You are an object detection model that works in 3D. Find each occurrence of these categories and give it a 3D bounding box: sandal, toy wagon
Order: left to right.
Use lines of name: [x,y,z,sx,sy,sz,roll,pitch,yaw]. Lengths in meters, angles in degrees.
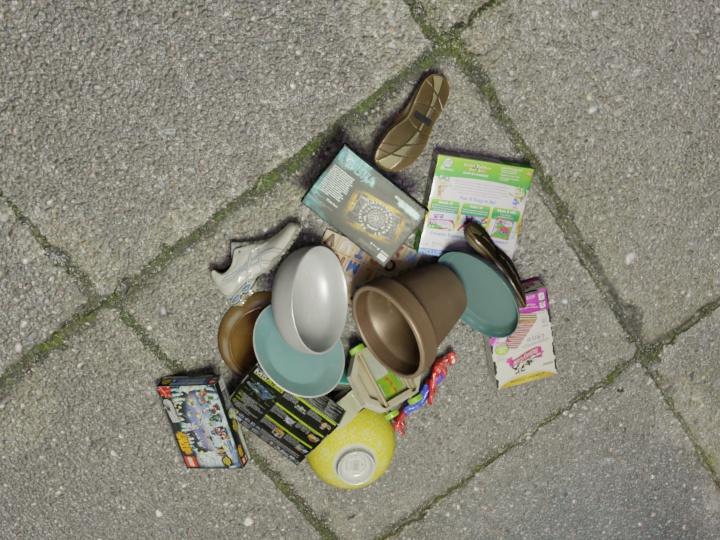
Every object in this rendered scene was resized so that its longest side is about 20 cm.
toy wagon: [0.067,0.200,1.764,0.198,0.039,0.157,-25,84,-35]
sandal: [0.093,-0.270,1.617,0.080,0.054,0.202,32,89,-25]
sandal: [0.253,-0.005,1.689,0.054,0.082,0.200,-33,113,26]

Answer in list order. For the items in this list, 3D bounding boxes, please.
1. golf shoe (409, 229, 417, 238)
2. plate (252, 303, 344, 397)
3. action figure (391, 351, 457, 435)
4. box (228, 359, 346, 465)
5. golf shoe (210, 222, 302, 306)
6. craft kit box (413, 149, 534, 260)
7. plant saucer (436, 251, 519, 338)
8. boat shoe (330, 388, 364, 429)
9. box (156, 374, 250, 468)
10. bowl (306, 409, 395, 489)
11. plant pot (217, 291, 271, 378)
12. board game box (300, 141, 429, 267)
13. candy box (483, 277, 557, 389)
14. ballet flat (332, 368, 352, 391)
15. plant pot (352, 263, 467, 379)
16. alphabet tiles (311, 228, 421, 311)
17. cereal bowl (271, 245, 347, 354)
golf shoe: [0.013,-0.106,1.658,0.198,0.073,0.093,28,110,-9]
plate: [-0.120,0.151,1.673,0.198,0.202,0.026,28,137,-19]
action figure: [0.138,0.249,1.821,0.051,0.065,0.202,33,105,3]
box: [-0.154,0.272,1.718,0.199,0.048,0.194,36,132,-4]
golf shoe: [-0.197,-0.030,1.651,0.097,0.078,0.200,44,92,-5]
craft kit box: [0.217,-0.120,1.699,0.196,0.049,0.201,7,113,-13]
plant saucer: [0.229,0.042,1.690,0.027,0.199,0.202,-40,116,-27]
boat shoe: [-0.001,0.251,1.787,0.199,0.062,0.072,-35,101,-21]
box: [-0.311,0.303,1.749,0.135,0.040,0.203,-5,115,22]
bowl: [-0.017,0.381,1.822,0.196,0.108,0.204,-3,113,-8]
plant pot: [-0.184,0.140,1.742,0.196,0.028,0.203,-3,112,-8]
board game box: [0.008,-0.118,1.598,0.199,0.028,0.136,37,107,-12]
candy box: [0.322,0.131,1.805,0.134,0.061,0.203,-14,113,-3]
ballet flat: [-0.109,0.204,1.738,0.197,0.068,0.069,23,119,-16]
plant pot: [0.109,0.079,1.683,0.173,0.199,0.203,-31,117,-30]
alphabet tiles: [0.000,0.000,1.729,0.198,0.008,0.169,23,106,-18]
cereal bowl: [-0.106,0.055,1.642,0.082,0.200,0.203,-1,117,28]
